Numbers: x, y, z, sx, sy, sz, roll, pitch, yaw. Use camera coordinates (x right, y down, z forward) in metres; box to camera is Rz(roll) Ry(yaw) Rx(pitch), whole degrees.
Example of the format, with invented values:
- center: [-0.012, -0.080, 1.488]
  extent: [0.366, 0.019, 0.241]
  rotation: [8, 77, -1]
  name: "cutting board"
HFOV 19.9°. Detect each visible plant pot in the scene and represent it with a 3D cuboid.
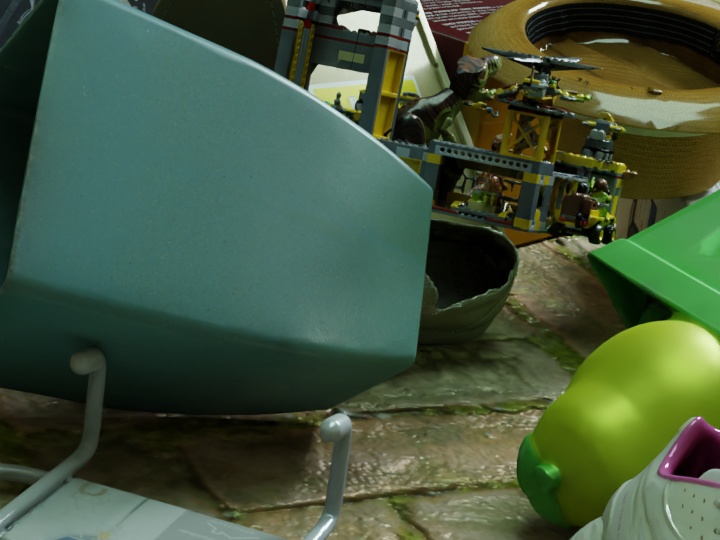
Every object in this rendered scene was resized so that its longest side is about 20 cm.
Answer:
- center: [-0.076, -0.013, 0.922]
  extent: [0.199, 0.142, 0.141]
  rotation: [16, -24, -24]
  name: "plant pot"

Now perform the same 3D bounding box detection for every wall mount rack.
- center: [-0.088, 0.090, 0.778]
  extent: [0.199, 0.075, 0.174]
  rotation: [14, 19, 16]
  name: "wall mount rack"

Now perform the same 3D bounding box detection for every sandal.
- center: [-0.072, -0.096, 1.093]
  extent: [0.077, 0.213, 0.070]
  rotation: [10, 41, 4]
  name: "sandal"

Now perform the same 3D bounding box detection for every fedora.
- center: [0.153, -0.093, 1.155]
  extent: [0.199, 0.082, 0.201]
  rotation: [3, 27, -2]
  name: "fedora"

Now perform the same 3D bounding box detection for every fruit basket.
- center: [0.170, 0.068, 0.923]
  extent: [0.215, 0.156, 0.216]
  rotation: [-22, 39, 19]
  name: "fruit basket"

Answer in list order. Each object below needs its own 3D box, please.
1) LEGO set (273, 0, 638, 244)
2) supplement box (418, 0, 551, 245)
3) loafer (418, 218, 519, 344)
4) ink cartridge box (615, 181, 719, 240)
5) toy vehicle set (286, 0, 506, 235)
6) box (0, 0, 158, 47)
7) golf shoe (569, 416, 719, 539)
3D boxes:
- center: [0.046, -0.089, 1.020]
  extent: [0.199, 0.117, 0.153]
  rotation: [14, 6, 31]
  name: "LEGO set"
- center: [0.054, -0.114, 1.340]
  extent: [0.199, 0.134, 0.197]
  rotation: [23, 23, 35]
  name: "supplement box"
- center: [0.000, 0.000, 1.051]
  extent: [0.199, 0.068, 0.076]
  rotation: [-5, 63, -37]
  name: "loafer"
- center: [0.238, -0.016, 1.215]
  extent: [0.144, 0.088, 0.200]
  rotation: [8, 21, -4]
  name: "ink cartridge box"
- center: [0.008, -0.079, 1.165]
  extent: [0.124, 0.201, 0.026]
  rotation: [-8, -15, -43]
  name: "toy vehicle set"
- center: [-0.178, -0.129, 1.075]
  extent: [0.104, 0.201, 0.182]
  rotation: [26, -8, 39]
  name: "box"
- center: [0.128, 0.120, 0.750]
  extent: [0.075, 0.092, 0.200]
  rotation: [27, 15, -16]
  name: "golf shoe"
